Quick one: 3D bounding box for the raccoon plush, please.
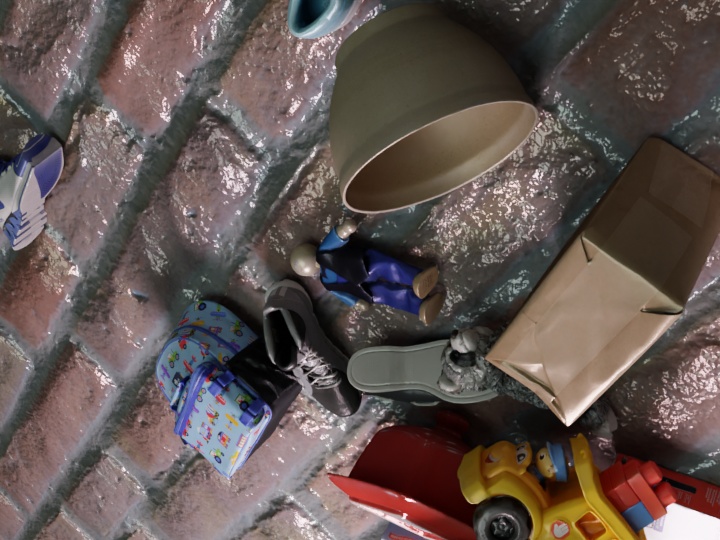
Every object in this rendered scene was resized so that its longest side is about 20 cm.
[{"bbox_3d":[0.173,0.134,1.057,0.133,0.097,0.202,-28,101,36],"label":"raccoon plush"}]

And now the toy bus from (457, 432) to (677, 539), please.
[{"bbox_3d":[0.226,0.246,1.020,0.191,0.136,0.201,-39,94,15],"label":"toy bus"}]

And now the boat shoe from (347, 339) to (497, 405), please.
[{"bbox_3d":[0.084,0.127,1.146,0.196,0.075,0.060,-4,160,18],"label":"boat shoe"}]

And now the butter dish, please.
[{"bbox_3d":[0.091,0.243,1.167,0.198,0.150,0.198,30,162,-24],"label":"butter dish"}]

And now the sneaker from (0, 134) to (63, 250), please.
[{"bbox_3d":[-0.500,-0.126,1.357,0.115,0.081,0.200,39,135,2],"label":"sneaker"}]

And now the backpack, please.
[{"bbox_3d":[-0.196,0.151,1.302,0.199,0.134,0.183,41,132,7],"label":"backpack"}]

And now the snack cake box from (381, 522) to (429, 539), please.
[{"bbox_3d":[0.131,0.401,1.282,0.197,0.067,0.117,14,132,26],"label":"snack cake box"}]

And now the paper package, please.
[{"bbox_3d":[0.229,0.008,0.876,0.103,0.200,0.192,36,134,7],"label":"paper package"}]

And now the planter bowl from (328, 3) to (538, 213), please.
[{"bbox_3d":[0.052,-0.162,0.907,0.199,0.198,0.137,-36,70,43],"label":"planter bowl"}]

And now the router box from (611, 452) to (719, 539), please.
[{"bbox_3d":[0.361,0.325,1.097,0.177,0.049,0.203,16,126,25],"label":"router box"}]

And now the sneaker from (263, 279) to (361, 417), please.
[{"bbox_3d":[-0.070,0.118,1.195,0.074,0.116,0.202,-28,102,16],"label":"sneaker"}]

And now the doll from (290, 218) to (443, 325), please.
[{"bbox_3d":[0.000,0.000,1.126,0.197,0.049,0.138,15,136,33],"label":"doll"}]

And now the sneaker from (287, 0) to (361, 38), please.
[{"bbox_3d":[-0.018,-0.304,0.916,0.073,0.082,0.202,31,132,11],"label":"sneaker"}]
